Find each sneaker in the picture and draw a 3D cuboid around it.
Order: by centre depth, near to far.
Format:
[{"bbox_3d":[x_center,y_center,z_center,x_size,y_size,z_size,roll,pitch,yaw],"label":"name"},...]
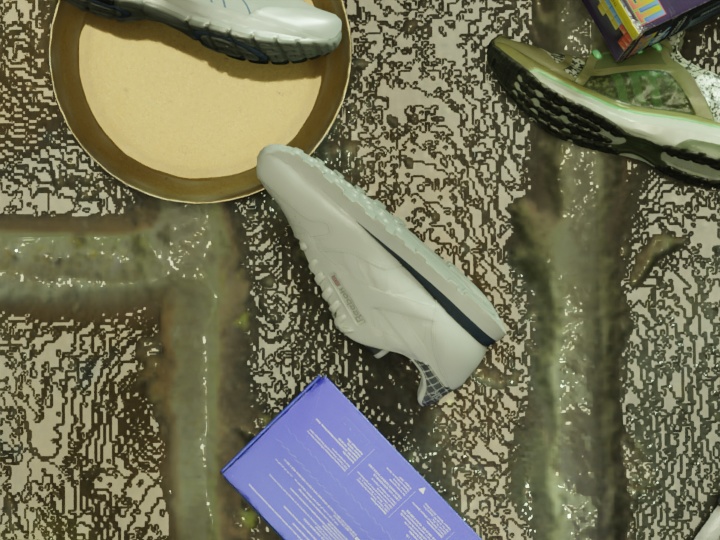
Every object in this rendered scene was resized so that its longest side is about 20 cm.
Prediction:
[{"bbox_3d":[-0.103,-0.191,1.747,0.200,0.075,0.087,20,82,1],"label":"sneaker"},{"bbox_3d":[0.000,0.000,1.751,0.200,0.076,0.081,43,101,-4],"label":"sneaker"},{"bbox_3d":[0.180,-0.122,1.772,0.200,0.077,0.089,22,74,-3],"label":"sneaker"}]

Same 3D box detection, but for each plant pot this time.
[{"bbox_3d":[-0.105,-0.143,1.791,0.200,0.027,0.201,0,85,1],"label":"plant pot"}]

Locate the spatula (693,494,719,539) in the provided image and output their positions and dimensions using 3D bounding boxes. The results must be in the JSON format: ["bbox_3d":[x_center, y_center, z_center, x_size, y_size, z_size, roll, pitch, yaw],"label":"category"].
[{"bbox_3d":[0.229,0.170,1.768,0.056,0.021,0.200,36,87,4],"label":"spatula"}]

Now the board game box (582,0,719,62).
[{"bbox_3d":[0.193,-0.259,1.755,0.165,0.057,0.200,-25,81,-15],"label":"board game box"}]

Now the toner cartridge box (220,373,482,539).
[{"bbox_3d":[0.011,0.171,1.759,0.095,0.043,0.200,-43,86,-1],"label":"toner cartridge box"}]
